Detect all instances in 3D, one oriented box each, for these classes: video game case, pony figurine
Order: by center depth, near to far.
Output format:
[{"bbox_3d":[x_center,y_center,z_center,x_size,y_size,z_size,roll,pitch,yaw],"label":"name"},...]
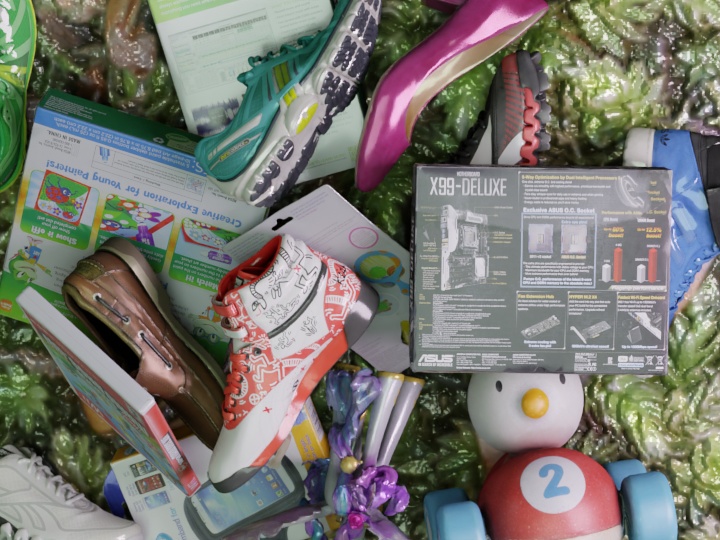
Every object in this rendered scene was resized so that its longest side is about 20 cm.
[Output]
[{"bbox_3d":[-0.196,0.099,1.670,0.143,0.200,0.017,40,76,21],"label":"video game case"},{"bbox_3d":[-0.006,0.177,1.670,0.165,0.193,0.202,11,87,11],"label":"pony figurine"}]

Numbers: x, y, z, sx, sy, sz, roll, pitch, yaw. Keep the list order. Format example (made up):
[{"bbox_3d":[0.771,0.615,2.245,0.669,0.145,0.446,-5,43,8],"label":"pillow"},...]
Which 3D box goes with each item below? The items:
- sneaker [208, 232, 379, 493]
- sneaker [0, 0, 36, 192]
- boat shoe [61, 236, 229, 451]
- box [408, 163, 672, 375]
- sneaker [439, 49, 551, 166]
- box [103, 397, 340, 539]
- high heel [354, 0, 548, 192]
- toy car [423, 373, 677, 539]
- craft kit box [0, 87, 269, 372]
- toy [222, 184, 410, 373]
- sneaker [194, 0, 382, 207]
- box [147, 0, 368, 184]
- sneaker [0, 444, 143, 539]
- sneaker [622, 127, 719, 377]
[{"bbox_3d":[-0.085,0.067,1.639,0.108,0.067,0.202,35,97,-20],"label":"sneaker"},{"bbox_3d":[-0.299,-0.155,1.684,0.073,0.084,0.202,0,104,5],"label":"sneaker"},{"bbox_3d":[-0.167,0.073,1.682,0.068,0.072,0.201,-43,104,-32],"label":"boat shoe"},{"bbox_3d":[0.136,-0.001,1.620,0.198,0.050,0.159,0,96,0],"label":"box"},{"bbox_3d":[0.097,-0.078,1.676,0.097,0.071,0.202,8,107,0],"label":"sneaker"},{"bbox_3d":[-0.118,0.185,1.780,0.199,0.042,0.120,-20,102,8],"label":"box"},{"bbox_3d":[0.067,-0.142,1.651,0.095,0.067,0.201,23,81,8],"label":"high heel"},{"bbox_3d":[0.138,0.129,1.686,0.183,0.177,0.202,-9,91,-3],"label":"toy car"},{"bbox_3d":[-0.181,-0.025,1.706,0.198,0.049,0.199,18,117,0],"label":"craft kit box"},{"bbox_3d":[0.000,0.000,1.688,0.115,0.047,0.200,-30,125,31],"label":"toy"},{"bbox_3d":[-0.053,-0.146,1.623,0.079,0.078,0.201,33,81,19],"label":"sneaker"},{"bbox_3d":[-0.078,-0.165,1.689,0.143,0.036,0.201,-14,104,8],"label":"box"},{"bbox_3d":[-0.274,0.193,1.774,0.198,0.075,0.082,12,91,13],"label":"sneaker"},{"bbox_3d":[0.263,-0.011,1.675,0.110,0.077,0.202,3,99,14],"label":"sneaker"}]
